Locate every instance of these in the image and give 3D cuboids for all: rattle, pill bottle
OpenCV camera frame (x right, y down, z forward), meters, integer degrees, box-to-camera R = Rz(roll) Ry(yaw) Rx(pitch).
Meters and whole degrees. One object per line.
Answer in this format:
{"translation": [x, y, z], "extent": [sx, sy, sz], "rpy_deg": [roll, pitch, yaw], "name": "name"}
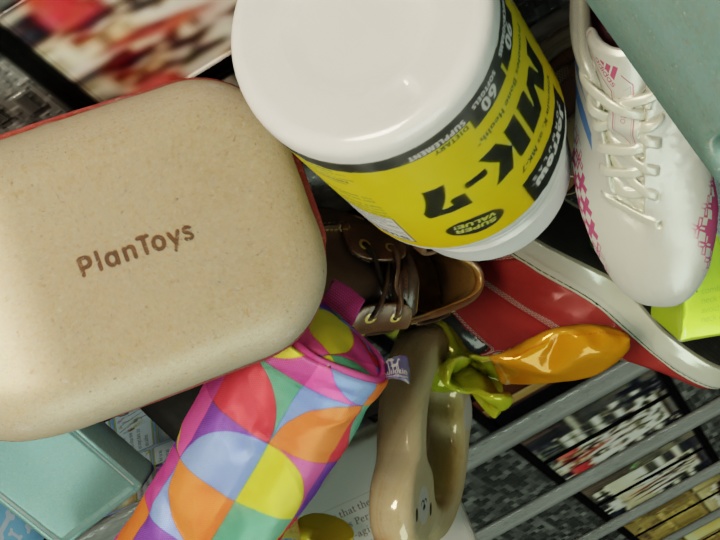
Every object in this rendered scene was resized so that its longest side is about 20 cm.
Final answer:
{"translation": [0.069, 0.125, 0.924], "extent": [0.141, 0.201, 0.131], "rpy_deg": [11, 132, 6], "name": "rattle"}
{"translation": [0.030, -0.075, 0.724], "extent": [0.114, 0.115, 0.200], "rpy_deg": [-30, 158, 10], "name": "pill bottle"}

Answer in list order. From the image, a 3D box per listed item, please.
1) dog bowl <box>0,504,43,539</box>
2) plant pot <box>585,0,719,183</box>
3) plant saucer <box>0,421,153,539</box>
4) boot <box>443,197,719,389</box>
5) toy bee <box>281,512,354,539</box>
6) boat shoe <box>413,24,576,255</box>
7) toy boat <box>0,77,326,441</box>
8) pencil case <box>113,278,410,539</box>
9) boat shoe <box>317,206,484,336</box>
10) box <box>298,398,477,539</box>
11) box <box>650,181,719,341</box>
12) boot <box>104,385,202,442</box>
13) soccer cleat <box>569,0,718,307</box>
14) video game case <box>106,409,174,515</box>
{"translation": [-0.260, 0.181, 0.939], "extent": [0.111, 0.050, 0.200], "rpy_deg": [-29, -174, 40], "name": "dog bowl"}
{"translation": [0.147, -0.149, 0.585], "extent": [0.198, 0.198, 0.201], "rpy_deg": [-22, 159, -9], "name": "plant pot"}
{"translation": [-0.185, 0.066, 0.780], "extent": [0.070, 0.019, 0.200], "rpy_deg": [-36, 124, 7], "name": "plant saucer"}
{"translation": [0.136, 0.038, 1.049], "extent": [0.199, 0.073, 0.144], "rpy_deg": [30, 134, -13], "name": "boot"}
{"translation": [-0.051, 0.181, 0.947], "extent": [0.130, 0.202, 0.108], "rpy_deg": [-32, -156, -36], "name": "toy bee"}
{"translation": [0.100, -0.073, 0.863], "extent": [0.199, 0.072, 0.076], "rpy_deg": [-30, 158, 8], "name": "boat shoe"}
{"translation": [-0.120, -0.002, 0.734], "extent": [0.198, 0.132, 0.131], "rpy_deg": [-19, 180, -17], "name": "toy boat"}
{"translation": [-0.060, 0.101, 0.807], "extent": [0.088, 0.088, 0.201], "rpy_deg": [9, 119, -55], "name": "pencil case"}
{"translation": [0.000, 0.000, 0.887], "extent": [0.067, 0.073, 0.199], "rpy_deg": [2, -179, 33], "name": "boat shoe"}
{"translation": [-0.035, 0.181, 1.106], "extent": [0.198, 0.132, 0.199], "rpy_deg": [-23, -178, -6], "name": "box"}
{"translation": [0.211, -0.072, 0.834], "extent": [0.120, 0.048, 0.202], "rpy_deg": [-9, 111, -11], "name": "box"}
{"translation": [-0.157, 0.084, 0.844], "extent": [0.198, 0.166, 0.066], "rpy_deg": [-24, -158, -15], "name": "boot"}
{"translation": [0.125, -0.074, 0.750], "extent": [0.069, 0.203, 0.086], "rpy_deg": [-2, -166, 20], "name": "soccer cleat"}
{"translation": [-0.118, 0.080, 0.990], "extent": [0.180, 0.046, 0.201], "rpy_deg": [-22, 157, -16], "name": "video game case"}
